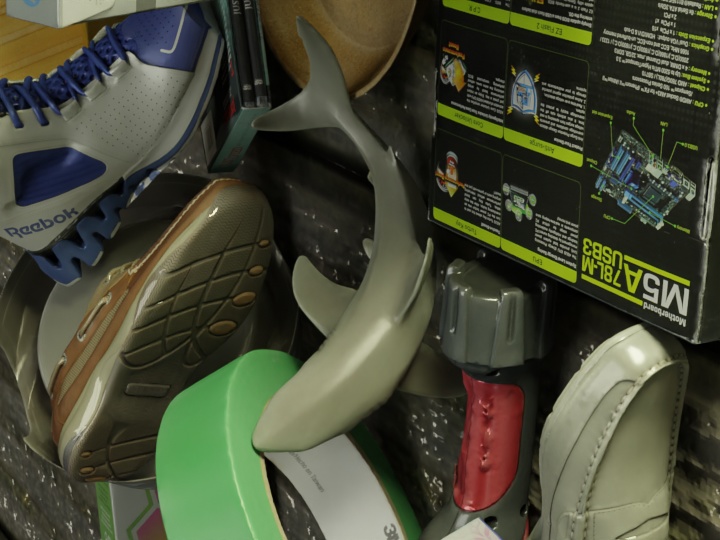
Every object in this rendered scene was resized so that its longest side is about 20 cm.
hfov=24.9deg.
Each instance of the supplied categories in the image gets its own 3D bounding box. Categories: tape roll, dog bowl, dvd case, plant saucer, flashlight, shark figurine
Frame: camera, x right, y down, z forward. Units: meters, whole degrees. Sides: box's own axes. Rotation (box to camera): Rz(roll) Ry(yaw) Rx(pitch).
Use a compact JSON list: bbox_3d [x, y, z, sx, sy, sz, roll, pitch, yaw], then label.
[{"bbox_3d":[-0.027,0.141,0.853,0.048,0.200,0.202,-29,69,20],"label":"tape roll"},{"bbox_3d":[-0.126,0.042,1.006,0.201,0.198,0.059,62,180,29],"label":"dog bowl"},{"bbox_3d":[-0.087,-0.173,0.979,0.146,0.022,0.203,138,126,-73],"label":"dvd case"},{"bbox_3d":[-0.006,-0.193,0.875,0.200,0.035,0.203,22,116,56],"label":"plant saucer"},{"bbox_3d":[0.057,0.092,0.807,0.068,0.067,0.202,-85,-3,-63],"label":"flashlight"},{"bbox_3d":[0.013,-0.016,0.826,0.090,0.126,0.217,123,149,-66],"label":"shark figurine"}]

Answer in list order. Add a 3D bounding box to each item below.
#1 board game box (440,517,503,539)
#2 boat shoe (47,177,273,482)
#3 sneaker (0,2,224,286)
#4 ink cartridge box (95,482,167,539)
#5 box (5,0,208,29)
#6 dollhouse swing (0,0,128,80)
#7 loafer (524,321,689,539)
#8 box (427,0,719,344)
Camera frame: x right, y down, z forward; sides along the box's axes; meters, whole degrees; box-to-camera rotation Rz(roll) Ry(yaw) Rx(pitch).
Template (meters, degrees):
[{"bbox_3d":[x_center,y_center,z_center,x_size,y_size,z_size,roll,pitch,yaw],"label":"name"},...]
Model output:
[{"bbox_3d":[0.099,0.247,0.746,0.200,0.041,0.201,42,145,36],"label":"board game box"},{"bbox_3d":[-0.120,0.025,0.905,0.201,0.075,0.072,-54,50,19],"label":"boat shoe"},{"bbox_3d":[-0.170,-0.088,0.936,0.200,0.114,0.081,-54,35,20],"label":"sneaker"},{"bbox_3d":[-0.119,0.167,1.089,0.059,0.103,0.203,-163,67,-68],"label":"ink cartridge box"},{"bbox_3d":[-0.081,-0.206,0.768,0.041,0.199,0.158,18,115,34],"label":"box"},{"bbox_3d":[-0.229,-0.225,1.086,0.182,0.174,0.202,107,146,-70],"label":"dollhouse swing"},{"bbox_3d":[0.114,0.111,0.729,0.070,0.069,0.202,45,142,38],"label":"loafer"},{"bbox_3d":[0.103,-0.091,0.709,0.199,0.047,0.196,27,122,54],"label":"box"}]
